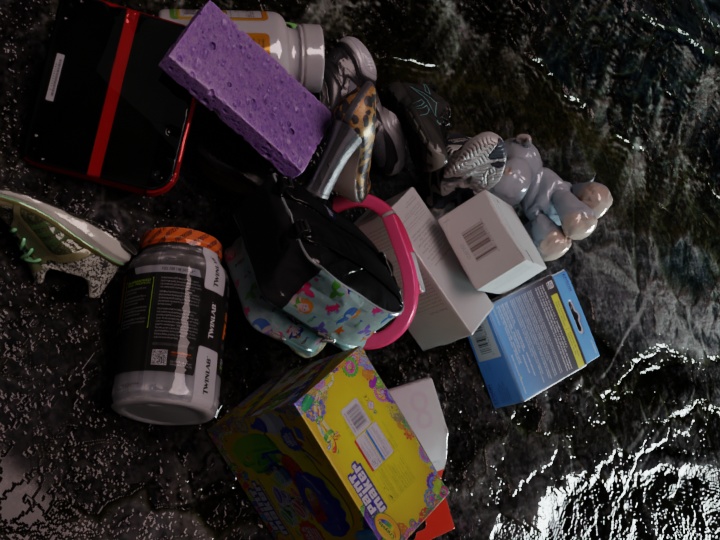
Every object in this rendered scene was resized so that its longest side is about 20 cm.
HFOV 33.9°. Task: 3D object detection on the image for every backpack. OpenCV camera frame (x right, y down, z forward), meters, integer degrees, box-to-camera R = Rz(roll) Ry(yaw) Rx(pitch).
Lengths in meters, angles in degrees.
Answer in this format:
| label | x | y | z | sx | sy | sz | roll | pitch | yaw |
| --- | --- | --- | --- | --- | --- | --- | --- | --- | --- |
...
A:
| label | x | y | z | sx | sy | sz | roll | pitch | yaw |
| --- | --- | --- | --- | --- | --- | --- | --- | --- | --- |
| backpack | -0.050 | 0.005 | 1.359 | 0.199 | 0.151 | 0.179 | 24 | 29 | -40 |

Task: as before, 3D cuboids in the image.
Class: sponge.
| label | x | y | z | sx | sy | sz | roll | pitch | yaw |
| --- | --- | --- | --- | --- | --- | --- | --- | --- | --- |
| sponge | -0.125 | -0.204 | 1.344 | 0.200 | 0.030 | 0.112 | 41 | 46 | -18 |

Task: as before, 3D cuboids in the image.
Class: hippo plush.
| label | x | y | z | sx | sy | sz | roll | pitch | yaw |
| --- | --- | --- | --- | --- | --- | --- | --- | --- | --- |
| hippo plush | 0.271 | -0.129 | 1.753 | 0.161 | 0.159 | 0.201 | 47 | 52 | -18 |

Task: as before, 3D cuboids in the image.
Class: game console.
| label | x | y | z | sx | sy | sz | roll | pitch | yaw |
| --- | --- | --- | --- | --- | --- | --- | --- | --- | --- |
| game console | -0.275 | -0.198 | 1.342 | 0.174 | 0.031 | 0.203 | 14 | 87 | -9 |

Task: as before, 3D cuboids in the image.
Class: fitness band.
| label | x | y | z | sx | sy | sz | roll | pitch | yaw |
| --- | --- | --- | --- | --- | --- | --- | --- | --- | --- |
| fitness band | 0.000 | 0.000 | 1.502 | 0.037 | 0.142 | 0.203 | 14 | 57 | -72 |

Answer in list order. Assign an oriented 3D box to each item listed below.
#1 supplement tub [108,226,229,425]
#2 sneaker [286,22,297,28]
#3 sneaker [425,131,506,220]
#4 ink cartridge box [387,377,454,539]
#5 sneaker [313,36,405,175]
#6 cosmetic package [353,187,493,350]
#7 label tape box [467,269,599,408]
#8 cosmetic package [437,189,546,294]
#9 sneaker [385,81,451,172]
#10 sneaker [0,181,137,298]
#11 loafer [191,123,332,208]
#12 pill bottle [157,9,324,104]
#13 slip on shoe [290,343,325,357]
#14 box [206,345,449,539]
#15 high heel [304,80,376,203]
| label | x | y | z | sx | sy | sz | roll | pitch | yaw |
| --- | --- | --- | --- | --- | --- | --- | --- | --- | --- |
| supplement tub | -0.210 | 0.062 | 1.318 | 0.121 | 0.122 | 0.203 | 18 | 65 | -33 |
| sneaker | -0.127 | -0.235 | 1.532 | 0.083 | 0.077 | 0.203 | 14 | 64 | -12 |
| sneaker | 0.143 | -0.160 | 1.647 | 0.078 | 0.200 | 0.131 | 5 | 57 | -9 |
| ink cartridge box | 0.053 | 0.254 | 1.520 | 0.161 | 0.057 | 0.202 | -12 | 79 | -41 |
| sneaker | -0.017 | -0.205 | 1.603 | 0.113 | 0.075 | 0.202 | -32 | 113 | -24 |
| cosmetic package | 0.078 | 0.000 | 1.590 | 0.201 | 0.101 | 0.071 | 55 | 48 | -11 |
| label tape box | 0.249 | 0.097 | 1.723 | 0.199 | 0.066 | 0.145 | -22 | 90 | -44 |
| cosmetic package | 0.183 | -0.034 | 1.610 | 0.114 | 0.081 | 0.200 | 61 | 15 | 9 |
| sneaker | 0.093 | -0.207 | 1.625 | 0.078 | 0.076 | 0.201 | -10 | 40 | -11 |
| sneaker | -0.346 | -0.031 | 1.276 | 0.198 | 0.077 | 0.089 | 26 | 90 | -15 |
| loafer | -0.124 | -0.112 | 1.475 | 0.199 | 0.071 | 0.074 | 32 | 57 | -17 |
| pill bottle | -0.147 | -0.258 | 1.437 | 0.197 | 0.111 | 0.113 | -1 | 74 | -11 |
| slip on shoe | -0.094 | 0.014 | 1.471 | 0.074 | 0.061 | 0.202 | -30 | 108 | -20 |
| box | -0.039 | 0.219 | 1.358 | 0.122 | 0.192 | 0.201 | -37 | 99 | -39 |
| high heel | 0.000 | -0.158 | 1.434 | 0.071 | 0.144 | 0.200 | 29 | 11 | 8 |
